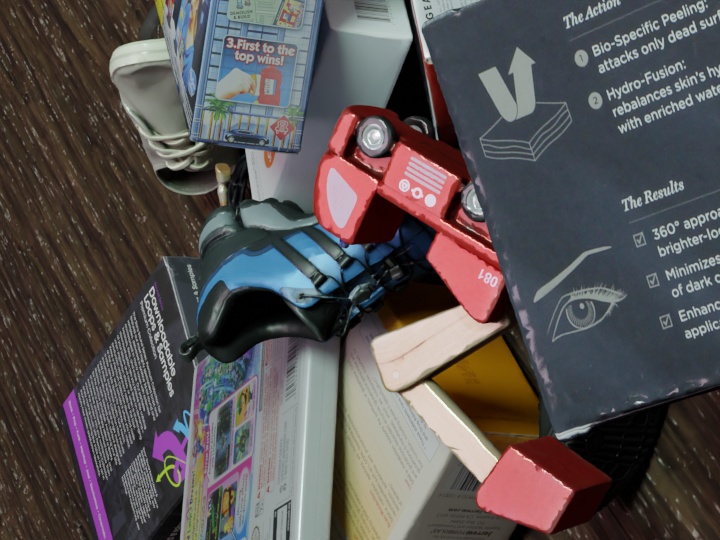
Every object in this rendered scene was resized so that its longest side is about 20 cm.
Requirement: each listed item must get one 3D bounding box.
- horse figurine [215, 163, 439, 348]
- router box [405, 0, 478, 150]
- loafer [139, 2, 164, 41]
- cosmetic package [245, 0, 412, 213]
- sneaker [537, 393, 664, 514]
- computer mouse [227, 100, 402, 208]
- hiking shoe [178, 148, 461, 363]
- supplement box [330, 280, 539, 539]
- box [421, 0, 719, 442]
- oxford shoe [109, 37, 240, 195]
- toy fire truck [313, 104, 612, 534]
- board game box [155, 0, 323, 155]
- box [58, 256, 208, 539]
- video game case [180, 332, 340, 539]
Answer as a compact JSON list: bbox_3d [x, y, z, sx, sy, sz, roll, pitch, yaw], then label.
[{"bbox_3d":[-0.028,0.012,1.391,0.199,0.050,0.134,18,116,48],"label":"horse figurine"},{"bbox_3d":[0.043,-0.165,1.221,0.180,0.048,0.201,74,-176,-70],"label":"router box"},{"bbox_3d":[-0.074,-0.176,1.466,0.072,0.073,0.200,65,146,26],"label":"loafer"},{"bbox_3d":[-0.028,-0.139,1.320,0.201,0.051,0.151,-101,22,-44],"label":"cosmetic package"},{"bbox_3d":[0.115,0.018,1.190,0.104,0.060,0.201,38,113,48],"label":"sneaker"},{"bbox_3d":[-0.026,-0.063,1.422,0.200,0.034,0.059,-20,91,58],"label":"computer mouse"},{"bbox_3d":[0.000,0.000,1.235,0.199,0.074,0.087,-16,48,30],"label":"hiking shoe"},{"bbox_3d":[0.020,0.122,1.297,0.201,0.073,0.126,-62,38,31],"label":"supplement box"},{"bbox_3d":[0.157,-0.053,1.023,0.196,0.117,0.201,-21,86,43],"label":"box"},{"bbox_3d":[-0.108,-0.094,1.437,0.200,0.075,0.058,78,-171,-74],"label":"oxford shoe"},{"bbox_3d":[0.049,0.022,1.147,0.199,0.049,0.142,32,108,25],"label":"toy fire truck"},{"bbox_3d":[-0.055,-0.196,1.230,0.200,0.061,0.201,-109,30,-58],"label":"board game box"},{"bbox_3d":[-0.135,0.104,1.546,0.200,0.036,0.144,-52,48,47],"label":"box"},{"bbox_3d":[-0.060,0.121,1.336,0.182,0.024,0.201,141,136,-57],"label":"video game case"}]
